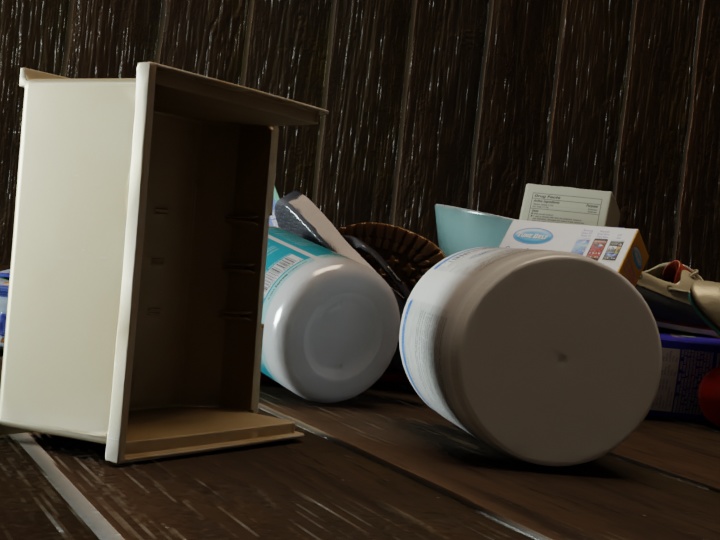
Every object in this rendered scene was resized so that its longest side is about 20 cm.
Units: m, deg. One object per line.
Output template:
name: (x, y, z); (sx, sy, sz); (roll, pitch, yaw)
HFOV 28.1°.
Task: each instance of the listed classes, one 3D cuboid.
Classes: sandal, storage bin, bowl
sandal: (0.002, 0.002, 1.184); (0.043, 0.200, 0.076); (-30, -26, -21)
storage bin: (-0.104, -0.003, 0.819); (0.094, 0.200, 0.198); (4, 0, 29)
bowl: (0.165, 0.001, 1.504); (0.201, 0.105, 0.201); (13, 3, -1)

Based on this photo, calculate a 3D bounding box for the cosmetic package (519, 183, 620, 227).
cosmetic package: (0.222, 0.011, 1.612); (0.103, 0.200, 0.073); (8, -18, 22)

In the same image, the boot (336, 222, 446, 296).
boot: (0.000, 0.000, 1.279); (0.200, 0.075, 0.107); (1, -5, 29)

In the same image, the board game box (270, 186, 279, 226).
board game box: (-0.164, -0.012, 1.413); (0.200, 0.045, 0.152); (-15, 41, -9)

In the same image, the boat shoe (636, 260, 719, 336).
boat shoe: (0.271, 0.021, 1.275); (0.200, 0.063, 0.071); (7, 2, -22)

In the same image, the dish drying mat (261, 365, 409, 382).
dish drying mat: (-0.043, 0.086, 1.260); (0.077, 0.018, 0.200); (6, 1, 44)

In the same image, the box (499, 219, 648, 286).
box: (0.152, 0.028, 1.176); (0.119, 0.200, 0.041); (6, -37, 34)

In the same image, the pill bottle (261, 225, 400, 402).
pill bottle: (-0.062, 0.026, 1.145); (0.111, 0.111, 0.200); (5, 11, -31)

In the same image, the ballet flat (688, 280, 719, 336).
ballet flat: (0.363, 0.060, 1.213); (0.200, 0.069, 0.069); (39, -11, -19)

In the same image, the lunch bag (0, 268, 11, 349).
lunch bag: (-0.234, 0.039, 1.246); (0.200, 0.076, 0.160); (5, 3, 8)

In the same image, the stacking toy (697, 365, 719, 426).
stacking toy: (0.336, 0.100, 1.133); (0.085, 0.085, 0.200); (6, -3, -23)

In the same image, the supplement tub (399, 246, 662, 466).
supplement tub: (0.103, 0.050, 0.940); (0.132, 0.132, 0.200); (6, 2, -8)

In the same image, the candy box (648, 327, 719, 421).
candy box: (0.219, 0.083, 1.295); (0.200, 0.077, 0.169); (7, 2, -12)
